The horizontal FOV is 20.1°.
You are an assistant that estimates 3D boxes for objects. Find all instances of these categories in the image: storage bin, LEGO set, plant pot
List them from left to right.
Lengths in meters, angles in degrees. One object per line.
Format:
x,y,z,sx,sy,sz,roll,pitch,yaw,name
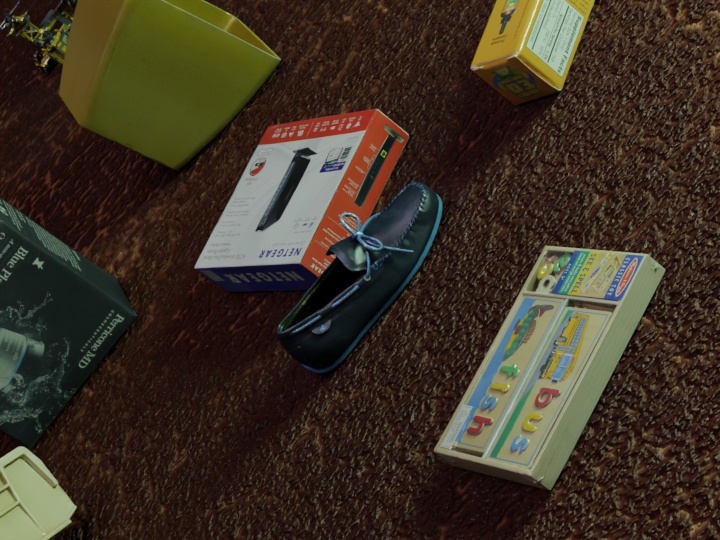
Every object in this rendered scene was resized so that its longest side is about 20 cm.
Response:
-0.407,0.288,1.993,0.200,0.094,0.198,-42,-4,31,storage bin
-0.432,-0.392,2.864,0.200,0.116,0.154,-53,29,-1,LEGO set
-0.241,-0.235,2.354,0.177,0.200,0.200,-61,27,10,plant pot

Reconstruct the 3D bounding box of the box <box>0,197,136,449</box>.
-0.388,0.052,2.222,0.197,0.200,0.117,-51,28,4,box

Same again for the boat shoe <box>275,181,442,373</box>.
0.000,0.000,1.847,0.200,0.069,0.084,-57,29,-8,boat shoe

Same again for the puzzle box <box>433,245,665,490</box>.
0.147,0.073,1.596,0.133,0.025,0.200,6,63,57,puzzle box

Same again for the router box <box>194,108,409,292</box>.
-0.060,-0.067,2.031,0.200,0.049,0.180,-3,55,54,router box

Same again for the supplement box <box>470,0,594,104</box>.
0.173,-0.254,1.879,0.066,0.069,0.200,-12,47,51,supplement box
